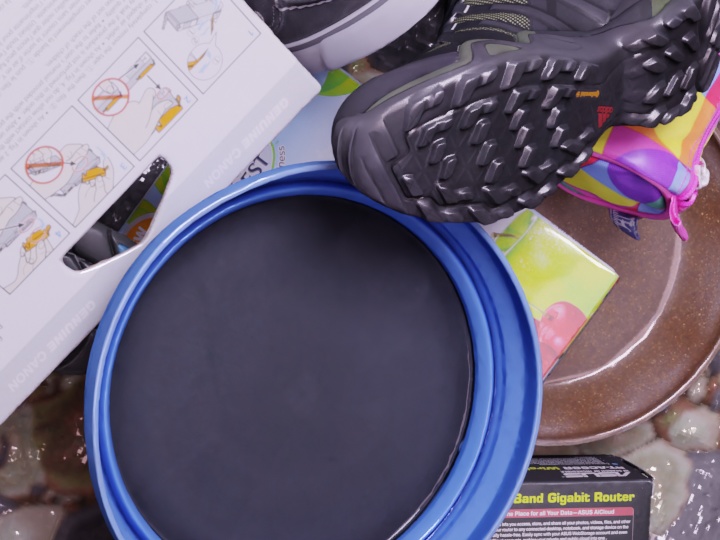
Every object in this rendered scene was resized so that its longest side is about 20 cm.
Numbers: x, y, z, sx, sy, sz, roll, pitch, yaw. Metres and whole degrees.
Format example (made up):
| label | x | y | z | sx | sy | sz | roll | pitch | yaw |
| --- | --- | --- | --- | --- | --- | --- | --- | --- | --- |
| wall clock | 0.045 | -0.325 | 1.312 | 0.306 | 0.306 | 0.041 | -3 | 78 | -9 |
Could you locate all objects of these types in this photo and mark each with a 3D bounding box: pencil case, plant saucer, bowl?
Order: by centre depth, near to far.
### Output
| label | x | y | z | sx | sy | sz | roll | pitch | yaw |
| --- | --- | --- | --- | --- | --- | --- | --- | --- | --- |
| bowl | -0.020 | 0.054 | 0.710 | 0.200 | 0.039 | 0.201 | -4 | 99 | -24 |
| pencil case | 0.154 | -0.115 | 0.808 | 0.088 | 0.088 | 0.200 | 29 | 78 | -13 |
| plant saucer | 0.098 | -0.013 | 0.864 | 0.200 | 0.037 | 0.201 | -1 | 96 | -11 |

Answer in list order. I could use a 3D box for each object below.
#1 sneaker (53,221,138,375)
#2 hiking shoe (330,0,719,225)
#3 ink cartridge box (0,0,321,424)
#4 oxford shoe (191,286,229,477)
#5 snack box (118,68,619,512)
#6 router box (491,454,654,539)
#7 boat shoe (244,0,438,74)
| label | x | y | z | sx | sy | sz | roll | pitch | yaw |
| --- | --- | --- | --- | --- | --- | --- | --- | --- | --- |
| sneaker | -0.177 | -0.008 | 0.776 | 0.199 | 0.082 | 0.073 | 15 | 99 | -6 |
| hiking shoe | 0.058 | -0.082 | 0.716 | 0.200 | 0.101 | 0.076 | -22 | 127 | -32 |
| ink cartridge box | -0.138 | -0.064 | 0.663 | 0.200 | 0.044 | 0.174 | -46 | 128 | -4 |
| oxford shoe | -0.074 | 0.084 | 0.771 | 0.071 | 0.072 | 0.201 | 15 | 112 | 30 |
| snack box | 0.000 | 0.000 | 0.799 | 0.200 | 0.053 | 0.142 | 37 | 93 | 7 |
| router box | 0.044 | 0.172 | 0.859 | 0.199 | 0.062 | 0.150 | 1 | 97 | -12 |
| boat shoe | -0.044 | -0.131 | 0.742 | 0.066 | 0.200 | 0.070 | 41 | 67 | -34 |
